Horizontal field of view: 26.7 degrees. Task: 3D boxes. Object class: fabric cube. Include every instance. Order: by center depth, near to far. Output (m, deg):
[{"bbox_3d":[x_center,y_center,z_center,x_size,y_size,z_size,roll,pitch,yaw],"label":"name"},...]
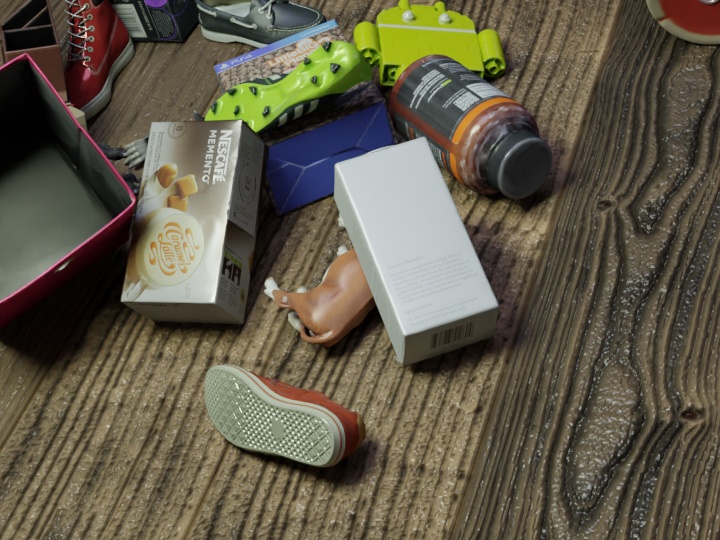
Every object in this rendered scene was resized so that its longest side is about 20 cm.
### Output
[{"bbox_3d":[-0.372,-0.072,1.603,0.196,0.200,0.199,-37,-2,-15],"label":"fabric cube"}]

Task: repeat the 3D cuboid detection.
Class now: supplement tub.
[{"bbox_3d":[0.122,-0.151,1.646,0.107,0.107,0.200,-30,42,-15],"label":"supplement tub"}]

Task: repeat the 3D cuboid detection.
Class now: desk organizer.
[{"bbox_3d":[-0.405,-0.274,1.861,0.071,0.077,0.200,-10,33,-12],"label":"desk organizer"}]

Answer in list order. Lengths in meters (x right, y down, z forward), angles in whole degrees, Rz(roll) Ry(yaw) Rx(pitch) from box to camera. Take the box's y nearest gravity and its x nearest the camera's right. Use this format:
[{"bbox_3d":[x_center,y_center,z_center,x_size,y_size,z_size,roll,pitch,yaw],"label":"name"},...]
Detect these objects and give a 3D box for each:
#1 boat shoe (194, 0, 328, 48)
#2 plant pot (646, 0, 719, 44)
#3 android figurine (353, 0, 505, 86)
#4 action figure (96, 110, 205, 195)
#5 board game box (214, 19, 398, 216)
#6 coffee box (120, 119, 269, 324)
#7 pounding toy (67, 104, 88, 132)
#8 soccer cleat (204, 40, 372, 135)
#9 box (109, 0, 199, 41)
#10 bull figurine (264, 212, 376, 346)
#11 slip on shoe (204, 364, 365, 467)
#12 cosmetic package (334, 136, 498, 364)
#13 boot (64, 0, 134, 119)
[{"bbox_3d":[-0.133,-0.335,1.993,0.199,0.061,0.076,5,44,26],"label":"boat shoe"},{"bbox_3d":[0.409,-0.371,1.739,0.199,0.201,0.178,1,52,22],"label":"plant pot"},{"bbox_3d":[0.081,-0.266,1.818,0.181,0.041,0.201,4,40,-5],"label":"android figurine"},{"bbox_3d":[-0.226,-0.111,1.734,0.199,0.119,0.102,-4,30,31],"label":"action figure"},{"bbox_3d":[-0.062,-0.180,1.757,0.158,0.097,0.200,-22,40,-5],"label":"board game box"},{"bbox_3d":[-0.171,-0.051,1.596,0.114,0.080,0.202,2,73,21],"label":"coffee box"},{"bbox_3d":[-0.424,-0.110,1.809,0.184,0.143,0.199,-29,41,-36],"label":"pounding toy"},{"bbox_3d":[-0.077,-0.184,1.645,0.199,0.081,0.068,-24,68,23],"label":"soccer cleat"},{"bbox_3d":[-0.262,-0.420,2.094,0.105,0.123,0.200,5,44,27],"label":"box"},{"bbox_3d":[0.000,0.000,1.552,0.200,0.065,0.121,-39,40,-27],"label":"bull figurine"},{"bbox_3d":[-0.076,0.136,1.431,0.199,0.075,0.061,14,14,41],"label":"slip on shoe"},{"bbox_3d":[0.052,-0.020,1.480,0.101,0.074,0.201,-16,64,-10],"label":"cosmetic package"},{"bbox_3d":[-0.368,-0.294,1.971,0.072,0.145,0.201,-1,43,19],"label":"boot"}]
